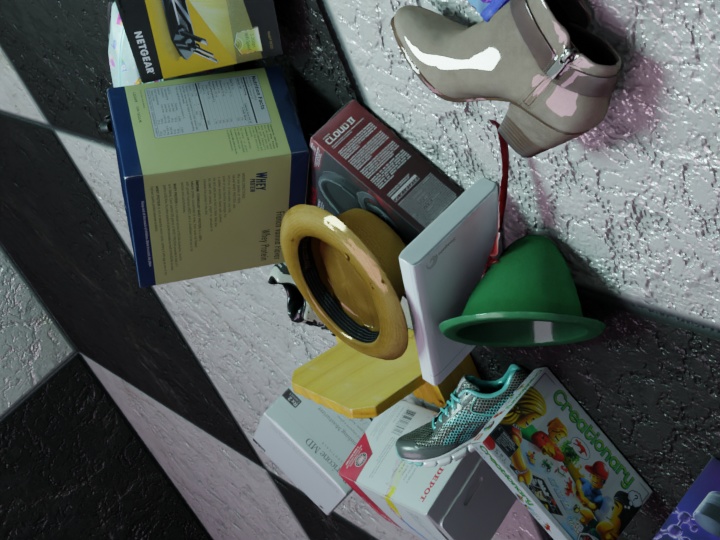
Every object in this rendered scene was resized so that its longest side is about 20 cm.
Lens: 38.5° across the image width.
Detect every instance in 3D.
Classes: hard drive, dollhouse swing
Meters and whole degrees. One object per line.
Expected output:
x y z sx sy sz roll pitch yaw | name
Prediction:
0.103 0.016 1.084 0.027 0.132 0.201 30 151 33 | hard drive
0.037 0.173 1.380 0.199 0.176 0.183 16 142 47 | dollhouse swing

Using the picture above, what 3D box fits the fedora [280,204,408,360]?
0.000 0.000 1.106 0.200 0.082 0.202 37 150 25 | fedora

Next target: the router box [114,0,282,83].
-0.170 -0.293 1.034 0.201 0.155 0.053 81 175 -52 | router box

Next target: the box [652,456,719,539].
0.400 0.304 1.025 0.199 0.141 0.079 31 152 30 | box

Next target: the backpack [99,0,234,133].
-0.222 -0.243 1.221 0.126 0.167 0.202 26 138 25 | backpack

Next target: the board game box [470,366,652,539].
0.236 0.230 1.198 0.200 0.126 0.035 48 156 -5 | board game box

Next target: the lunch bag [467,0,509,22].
0.094 -0.283 0.668 0.151 0.094 0.200 47 163 -1 | lunch bag

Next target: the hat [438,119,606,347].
0.166 -0.025 1.042 0.164 0.178 0.200 5 166 -16 | hat

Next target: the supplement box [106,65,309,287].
-0.172 -0.106 1.181 0.201 0.197 0.135 99 157 -54 | supplement box

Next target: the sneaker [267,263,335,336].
-0.061 0.056 1.469 0.201 0.088 0.075 54 153 -20 | sneaker

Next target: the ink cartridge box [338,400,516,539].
0.102 0.297 1.475 0.199 0.146 0.145 13 150 52 | ink cartridge box

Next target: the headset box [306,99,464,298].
0.018 -0.081 1.145 0.200 0.077 0.149 41 155 10 | headset box

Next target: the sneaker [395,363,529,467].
0.129 0.173 1.262 0.078 0.198 0.092 -84 -28 -73 | sneaker

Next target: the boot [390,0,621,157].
0.121 -0.186 0.842 0.200 0.070 0.146 43 149 6 | boot

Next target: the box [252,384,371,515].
-0.070 0.298 1.797 0.199 0.131 0.200 43 156 7 | box
